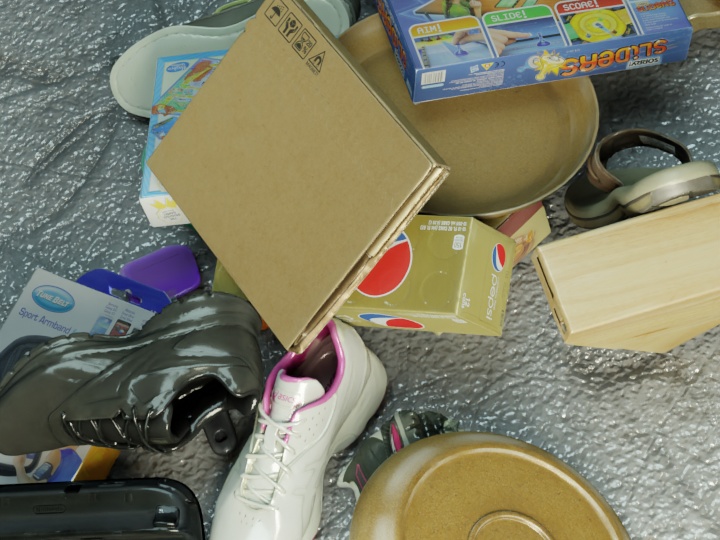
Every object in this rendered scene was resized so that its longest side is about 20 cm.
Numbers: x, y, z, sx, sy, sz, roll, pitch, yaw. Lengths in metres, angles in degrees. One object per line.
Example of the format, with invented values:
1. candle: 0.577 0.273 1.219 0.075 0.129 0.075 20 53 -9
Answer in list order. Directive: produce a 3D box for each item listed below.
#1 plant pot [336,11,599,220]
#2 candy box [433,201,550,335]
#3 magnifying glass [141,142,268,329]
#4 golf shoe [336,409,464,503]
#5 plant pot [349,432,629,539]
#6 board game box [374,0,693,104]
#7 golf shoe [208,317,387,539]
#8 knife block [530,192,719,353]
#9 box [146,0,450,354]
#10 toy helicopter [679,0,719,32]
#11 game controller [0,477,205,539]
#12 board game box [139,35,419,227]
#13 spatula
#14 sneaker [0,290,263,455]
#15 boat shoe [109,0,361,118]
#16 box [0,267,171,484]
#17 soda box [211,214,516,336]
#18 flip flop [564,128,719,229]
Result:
1. plant pot: 0.062 -0.105 1.634 0.200 0.028 0.200 1 51 -1
2. candy box: 0.024 -0.055 1.700 0.115 0.055 0.200 -42 56 -14
3. magnifying glass: -0.102 -0.037 1.745 0.079 0.022 0.200 -21 56 -8
4. golf shoe: 0.049 0.188 1.528 0.088 0.077 0.200 -36 55 29
5. plant pot: 0.091 0.182 1.465 0.200 0.027 0.200 13 54 -18
6. board game box: 0.115 -0.189 1.665 0.200 0.034 0.136 -9 51 -11
7. golf shoe: -0.054 0.117 1.584 0.075 0.092 0.200 14 63 24
8. knife block: 0.231 -0.013 1.536 0.175 0.200 0.064 -32 68 29
9. box: -0.047 -0.069 1.592 0.164 0.021 0.200 -51 54 18
10. toy helicopter: 0.219 -0.222 1.749 0.200 0.079 0.132 -8 57 21
11. game controller: -0.197 0.193 1.582 0.200 0.105 0.042 -4 13 17
12. board game box: -0.052 -0.103 1.700 0.200 0.034 0.135 -5 52 12
13. spatula: -0.122 0.054 1.691 0.056 0.021 0.200 -24 53 -1
14. sneaker: -0.156 0.084 1.579 0.200 0.076 0.091 -22 49 9
15. boat shoe: -0.093 -0.167 1.811 0.201 0.072 0.060 -17 11 20
16. box: -0.212 0.086 1.670 0.119 0.041 0.200 19 73 28
17. soda box: 0.000 0.000 1.605 0.200 0.064 0.068 3 78 34
18. flip flop: 0.185 -0.067 1.595 0.081 0.200 0.058 -22 92 -7
